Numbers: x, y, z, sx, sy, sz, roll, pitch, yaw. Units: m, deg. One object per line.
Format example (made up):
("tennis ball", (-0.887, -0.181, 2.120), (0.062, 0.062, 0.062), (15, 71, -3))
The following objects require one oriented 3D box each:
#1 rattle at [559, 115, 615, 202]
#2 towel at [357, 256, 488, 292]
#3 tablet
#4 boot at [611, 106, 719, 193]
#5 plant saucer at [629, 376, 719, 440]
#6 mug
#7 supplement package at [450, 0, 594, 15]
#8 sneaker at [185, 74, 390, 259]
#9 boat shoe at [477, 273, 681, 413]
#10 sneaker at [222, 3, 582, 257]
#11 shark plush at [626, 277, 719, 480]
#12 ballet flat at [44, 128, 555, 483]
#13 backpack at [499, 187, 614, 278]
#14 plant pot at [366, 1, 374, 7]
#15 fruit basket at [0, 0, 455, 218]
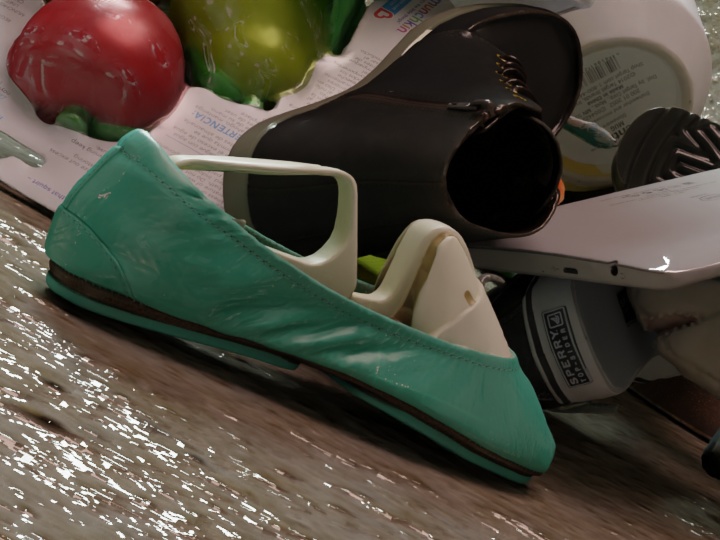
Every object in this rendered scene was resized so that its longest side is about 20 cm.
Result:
("rattle", (0.013, -0.097, 1.191), (0.130, 0.143, 0.200), (-12, 7, -23))
("towel", (0.000, 0.000, 1.142), (0.086, 0.018, 0.200), (29, 8, 12))
("tablet", (0.136, -0.021, 1.018), (0.200, 0.014, 0.130), (-14, 14, -38))
("boot", (0.181, 0.003, 1.225), (0.182, 0.073, 0.200), (36, -13, 12))
("plant saucer", (0.210, 0.075, 1.318), (0.200, 0.032, 0.200), (26, 6, -3))
("mug", (0.095, -0.101, 1.332), (0.149, 0.187, 0.153), (9, 32, -21))
("supplement package", (0.030, -0.185, 1.150), (0.155, 0.111, 0.200), (29, -7, -10))
("sneaker", (-0.022, -0.053, 1.139), (0.200, 0.071, 0.080), (18, 1, 17))
("boat shoe", (0.084, 0.024, 1.071), (0.074, 0.068, 0.199), (70, 21, -5))
("sneaker", (0.051, -0.049, 0.997), (0.106, 0.075, 0.200), (-1, 22, 39))
("shark plush", (0.197, 0.002, 1.062), (0.083, 0.200, 0.091), (60, -24, 17))
("ballet flat", (-0.004, 0.008, 0.870), (0.200, 0.071, 0.067), (23, 8, -28))
("backpack", (0.119, -0.047, 1.476), (0.163, 0.154, 0.200), (19, 32, -35))
("plant pot", (-0.015, -0.162, 1.639), (0.200, 0.201, 0.184), (22, 21, -34))
("fruit basket", (-0.088, -0.089, 1.038), (0.185, 0.200, 0.094), (28, -38, 16))
